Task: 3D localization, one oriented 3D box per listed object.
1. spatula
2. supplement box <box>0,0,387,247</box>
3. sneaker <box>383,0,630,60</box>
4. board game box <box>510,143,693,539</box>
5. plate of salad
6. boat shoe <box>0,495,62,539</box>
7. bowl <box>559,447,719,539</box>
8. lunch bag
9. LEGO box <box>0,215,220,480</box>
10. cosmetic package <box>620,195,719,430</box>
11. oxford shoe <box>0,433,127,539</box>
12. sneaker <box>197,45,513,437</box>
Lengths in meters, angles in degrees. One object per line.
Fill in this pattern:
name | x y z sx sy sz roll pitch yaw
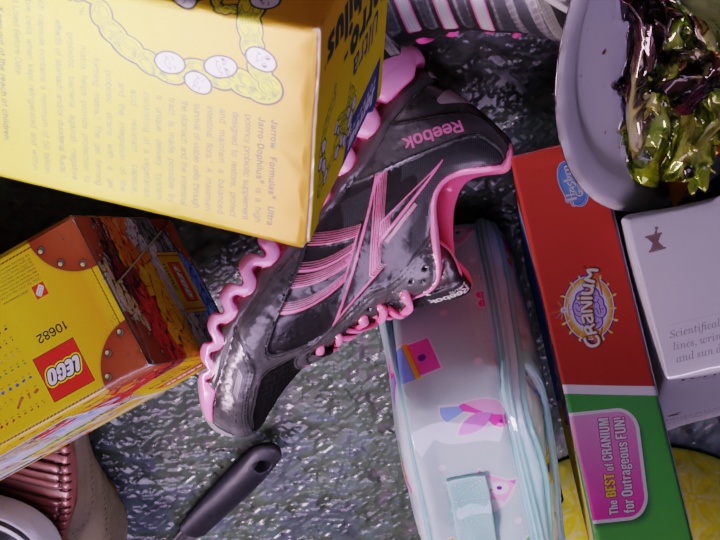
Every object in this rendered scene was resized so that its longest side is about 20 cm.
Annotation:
spatula | -0.101 0.158 1.264 0.056 0.021 0.200 16 126 -33
supplement box | -0.097 -0.103 0.929 0.199 0.109 0.110 13 132 10
sneaker | 0.031 -0.129 1.001 0.199 0.074 0.088 16 131 -20
board game box | 0.113 0.060 1.062 0.040 0.201 0.153 -12 159 3
plate of salad | 0.159 -0.113 0.990 0.200 0.048 0.201 -28 134 -33
boat shoe | -0.248 0.161 1.172 0.199 0.068 0.074 -4 114 21
bowl | 0.154 0.206 1.293 0.199 0.108 0.201 -5 132 -6
lunch bag | 0.059 0.089 1.136 0.077 0.161 0.200 -12 131 2
LEGO box | -0.176 0.054 1.060 0.200 0.149 0.077 -29 85 11
cosmetic package | 0.183 0.018 1.084 0.113 0.081 0.200 -14 169 4
oxford shoe | -0.162 0.118 1.202 0.070 0.075 0.201 18 123 25
sneaker | 0.000 0.000 1.047 0.095 0.079 0.200 32 98 6
